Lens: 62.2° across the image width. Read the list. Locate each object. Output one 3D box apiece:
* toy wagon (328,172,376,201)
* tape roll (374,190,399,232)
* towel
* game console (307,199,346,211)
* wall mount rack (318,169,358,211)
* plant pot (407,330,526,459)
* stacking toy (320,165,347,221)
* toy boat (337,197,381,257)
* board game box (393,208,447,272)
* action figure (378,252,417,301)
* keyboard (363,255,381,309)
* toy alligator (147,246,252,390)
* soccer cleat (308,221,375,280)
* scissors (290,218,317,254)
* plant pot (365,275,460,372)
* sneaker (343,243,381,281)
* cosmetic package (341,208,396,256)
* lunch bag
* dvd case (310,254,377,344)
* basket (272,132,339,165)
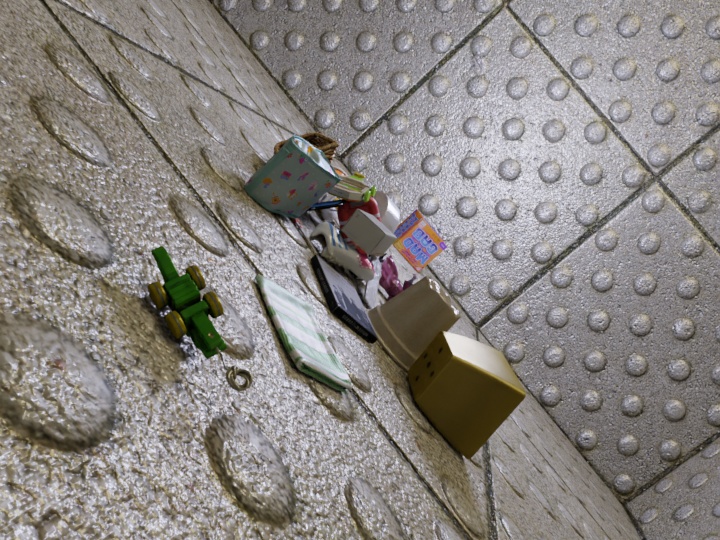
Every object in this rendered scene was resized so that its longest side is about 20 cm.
[{"bbox_3d":[-0.031,-0.254,1.780,0.153,0.040,0.200,21,23,9],"label":"toy wagon"},{"bbox_3d":[0.032,-0.161,1.968,0.071,0.202,0.203,42,13,-36],"label":"tape roll"},{"bbox_3d":[-0.093,0.103,0.987,0.152,0.023,0.201,38,16,-48],"label":"towel"},{"bbox_3d":[-0.139,-0.224,1.696,0.176,0.116,0.200,49,10,-5],"label":"game console"},{"bbox_3d":[-0.109,-0.286,1.878,0.199,0.174,0.075,40,-33,13],"label":"wall mount rack"},{"bbox_3d":[0.220,0.257,1.350,0.175,0.201,0.200,35,14,-15],"label":"plant pot"},{"bbox_3d":[-0.105,-0.231,1.946,0.146,0.145,0.202,42,32,-35],"label":"stacking toy"},{"bbox_3d":[0.008,-0.127,1.799,0.131,0.129,0.203,-140,-144,-78],"label":"toy boat"},{"bbox_3d":[0.293,-0.155,3.066,0.200,0.200,0.200,46,11,-18],"label":"board game box"},{"bbox_3d":[0.094,0.055,1.856,0.148,0.133,0.202,-18,-76,55],"label":"action figure"},{"bbox_3d":[0.035,0.028,1.621,0.057,0.011,0.201,56,28,-30],"label":"keyboard"},{"bbox_3d":[-0.184,0.061,0.676,0.201,0.059,0.054,53,-30,16],"label":"toy alligator"},{"bbox_3d":[-0.051,-0.037,1.532,0.200,0.086,0.070,46,-33,9],"label":"soccer cleat"},{"bbox_3d":[-0.156,-0.118,1.529,0.201,0.014,0.073,51,9,13],"label":"scissors"},{"bbox_3d":[0.141,0.120,1.479,0.201,0.183,0.201,48,10,-11],"label":"plant pot"},{"bbox_3d":[0.000,0.000,1.659,0.199,0.075,0.082,32,33,-53],"label":"sneaker"},{"bbox_3d":[0.027,-0.099,1.599,0.103,0.073,0.200,42,9,9],"label":"cosmetic package"},{"bbox_3d":[-0.168,-0.224,1.413,0.123,0.170,0.199,56,16,20],"label":"lunch bag"},{"bbox_3d":[-0.039,0.063,1.363,0.150,0.025,0.201,42,12,-37],"label":"dvd case"},{"bbox_3d":[-0.172,-0.331,1.702,0.141,0.151,0.200,13,16,-28],"label":"basket"}]
